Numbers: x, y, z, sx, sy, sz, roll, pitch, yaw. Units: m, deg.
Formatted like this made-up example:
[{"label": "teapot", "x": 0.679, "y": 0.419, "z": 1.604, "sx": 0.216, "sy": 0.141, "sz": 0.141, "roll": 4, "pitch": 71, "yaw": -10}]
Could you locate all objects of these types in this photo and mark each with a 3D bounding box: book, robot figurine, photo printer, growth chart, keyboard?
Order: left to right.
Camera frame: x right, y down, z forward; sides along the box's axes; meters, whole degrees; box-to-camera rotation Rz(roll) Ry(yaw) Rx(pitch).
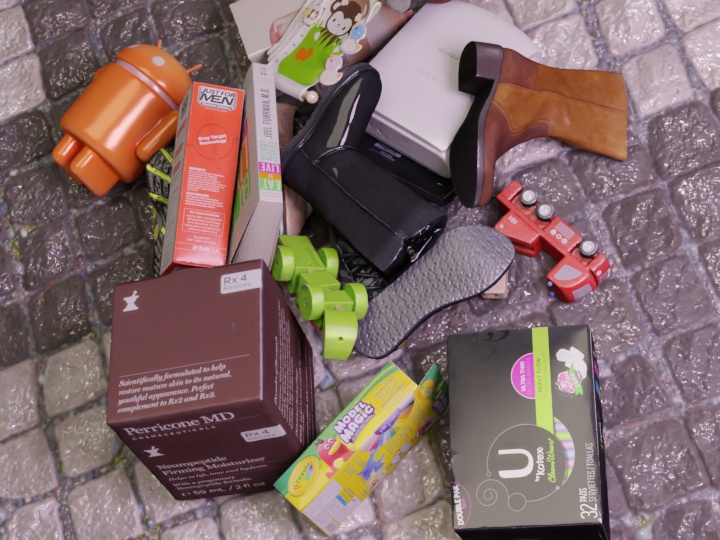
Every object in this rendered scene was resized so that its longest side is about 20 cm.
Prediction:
[{"label": "robot figurine", "x": -0.279, "y": -0.188, "z": 1.655, "sx": 0.117, "sy": 0.144, "sz": 0.200, "roll": 41, "pitch": 81, "yaw": -14}, {"label": "book", "x": -0.115, "y": -0.108, "z": 1.506, "sx": 0.048, "sy": 0.134, "sz": 0.201, "roll": 6, "pitch": 50, "yaw": -16}, {"label": "growth chart", "x": -0.038, "y": -0.276, "z": 1.548, "sx": 0.144, "sy": 0.018, "sz": 0.200, "roll": 19, "pitch": 73, "yaw": 46}, {"label": "keyboard", "x": 0.016, "y": -0.121, "z": 1.572, "sx": 0.199, "sy": 0.021, "sz": 0.127, "roll": 28, "pitch": 40, "yaw": 22}, {"label": "photo printer", "x": 0.100, "y": -0.219, "z": 1.584, "sx": 0.166, "sy": 0.070, "sz": 0.200, "roll": 34, "pitch": 71, "yaw": 27}]

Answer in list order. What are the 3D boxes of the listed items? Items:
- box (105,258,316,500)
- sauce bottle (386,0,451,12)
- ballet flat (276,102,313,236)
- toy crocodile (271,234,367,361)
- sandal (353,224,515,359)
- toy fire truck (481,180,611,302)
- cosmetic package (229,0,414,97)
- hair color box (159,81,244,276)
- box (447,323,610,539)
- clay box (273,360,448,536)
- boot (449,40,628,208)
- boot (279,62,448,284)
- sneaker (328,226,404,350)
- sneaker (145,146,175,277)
[{"label": "box", "x": -0.149, "y": 0.118, "z": 1.435, "sx": 0.165, "sy": 0.200, "sz": 0.165, "roll": -10, "pitch": 57, "yaw": 11}, {"label": "sauce bottle", "x": 0.108, "y": -0.346, "z": 1.598, "sx": 0.066, "sy": 0.066, "sz": 0.200, "roll": 35, "pitch": 45, "yaw": 24}, {"label": "ballet flat", "x": -0.079, "y": -0.113, "z": 1.603, "sx": 0.067, "sy": 0.068, "sz": 0.201, "roll": -3, "pitch": 66, "yaw": -17}, {"label": "toy crocodile", "x": -0.048, "y": 0.022, "z": 1.470, "sx": 0.067, "sy": 0.062, "sz": 0.200, "roll": 0, "pitch": 31, "yaw": -27}, {"label": "sandal", "x": 0.073, "y": 0.019, "z": 1.471, "sx": 0.200, "sy": 0.043, "sz": 0.076, "roll": -34, "pitch": 78, "yaw": 4}, {"label": "toy fire truck", "x": 0.157, "y": -0.019, "z": 1.507, "sx": 0.141, "sy": 0.049, "sz": 0.200, "roll": -44, "pitch": 65, "yaw": -6}, {"label": "cosmetic package", "x": -0.041, "y": -0.298, "z": 1.648, "sx": 0.199, "sy": 0.103, "sz": 0.088, "roll": -23, "pitch": 63, "yaw": 6}, {"label": "hair color box", "x": -0.174, "y": -0.095, "z": 1.519, "sx": 0.061, "sy": 0.101, "sz": 0.201, "roll": 7, "pitch": 79, "yaw": -15}, {"label": "box", "x": 0.169, "y": 0.170, "z": 1.383, "sx": 0.148, "sy": 0.124, "sz": 0.201, "roll": -5, "pitch": 68, "yaw": 12}, {"label": "clay box", "x": 0.008, "y": 0.176, "z": 1.427, "sx": 0.048, "sy": 0.115, "sz": 0.200, "roll": 39, "pitch": 81, "yaw": 26}, {"label": "boot", "x": 0.199, "y": -0.144, "z": 1.512, "sx": 0.199, "sy": 0.068, "sz": 0.189, "roll": 11, "pitch": 68, "yaw": -22}, {"label": "boot", "x": 0.019, "y": -0.106, "z": 1.472, "sx": 0.165, "sy": 0.066, "sz": 0.200, "roll": -52, "pitch": 55, "yaw": 8}, {"label": "sneaker", "x": 0.000, "y": 0.000, "z": 1.522, "sx": 0.074, "sy": 0.081, "sz": 0.201, "roll": -21, "pitch": 64, "yaw": 6}, {"label": "sneaker", "x": -0.203, "y": -0.040, "z": 1.602, "sx": 0.075, "sy": 0.076, "sz": 0.201, "roll": -4, "pitch": 85, "yaw": 0}]
